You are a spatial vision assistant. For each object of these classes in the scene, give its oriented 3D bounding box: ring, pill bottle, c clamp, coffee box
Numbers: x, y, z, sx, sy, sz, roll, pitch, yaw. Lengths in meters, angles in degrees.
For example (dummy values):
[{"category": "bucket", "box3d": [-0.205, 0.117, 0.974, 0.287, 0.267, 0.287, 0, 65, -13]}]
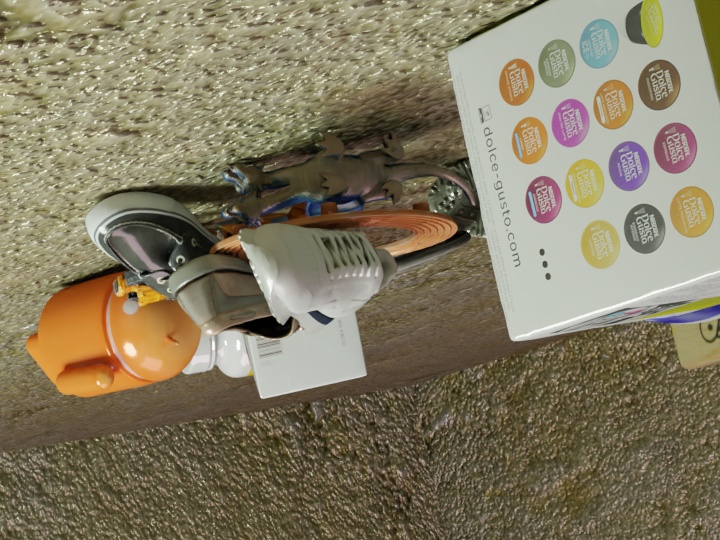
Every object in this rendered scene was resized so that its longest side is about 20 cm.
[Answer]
[{"category": "ring", "box3d": [-0.022, -0.028, 1.274, 0.198, 0.019, 0.200, -8, 170, -1]}, {"category": "pill bottle", "box3d": [-0.112, 0.060, 1.828, 0.198, 0.112, 0.111, -9, 171, -22]}, {"category": "c clamp", "box3d": [0.000, 0.000, 1.445, 0.170, 0.027, 0.199, -20, -174, -36]}, {"category": "coffee box", "box3d": [0.209, -0.081, 1.050, 0.199, 0.202, 0.197, -4, 168, -46]}]

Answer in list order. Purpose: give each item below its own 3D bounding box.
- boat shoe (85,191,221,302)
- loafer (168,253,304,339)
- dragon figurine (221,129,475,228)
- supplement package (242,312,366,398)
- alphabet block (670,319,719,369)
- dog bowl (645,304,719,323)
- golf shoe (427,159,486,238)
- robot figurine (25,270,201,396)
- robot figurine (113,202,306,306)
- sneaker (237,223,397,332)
[{"category": "boat shoe", "box3d": [-0.147, -0.006, 1.330, 0.068, 0.057, 0.200, -38, 146, 15]}, {"category": "loafer", "box3d": [-0.083, 0.034, 1.307, 0.072, 0.063, 0.199, -32, 159, 23]}, {"category": "dragon figurine", "box3d": [-0.013, -0.069, 1.272, 0.198, 0.060, 0.099, -3, 170, -29]}, {"category": "supplement package", "box3d": [-0.067, 0.047, 1.631, 0.108, 0.115, 0.200, -12, -172, -6]}, {"category": "alphabet block", "box3d": [0.608, 0.032, 2.494, 0.195, 0.197, 0.200, -6, 169, -27]}, {"category": "dog bowl", "box3d": [0.235, -0.060, 1.233, 0.199, 0.202, 0.079, -18, 167, 32]}, {"category": "golf shoe", "box3d": [0.158, -0.073, 1.487, 0.198, 0.079, 0.097, -11, 178, -4]}, {"category": "robot figurine", "box3d": [-0.240, 0.059, 1.596, 0.199, 0.118, 0.143, -13, 175, 35]}, {"category": "robot figurine", "box3d": [-0.131, -0.014, 1.476, 0.198, 0.059, 0.145, -12, 172, -10]}, {"category": "sneaker", "box3d": [-0.030, -0.005, 1.178, 0.080, 0.077, 0.200, -20, 172, 10]}]
